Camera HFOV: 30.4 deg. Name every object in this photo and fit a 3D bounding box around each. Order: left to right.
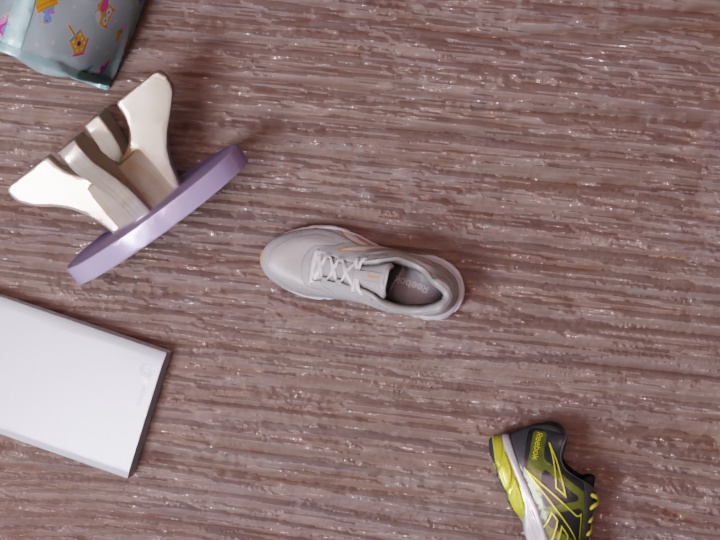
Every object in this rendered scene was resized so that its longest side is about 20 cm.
[{"bbox_3d":[-0.303,0.112,1.321,0.200,0.026,0.132,18,93,6],"label":"hard drive"},{"bbox_3d":[-0.274,-0.266,1.223,0.122,0.200,0.171,21,94,5],"label":"lunch bag"},{"bbox_3d":[-0.221,-0.090,1.246,0.200,0.184,0.117,-38,104,-3],"label":"toy table"},{"bbox_3d":[0.000,0.000,1.254,0.200,0.092,0.076,9,92,6],"label":"sneaker"},{"bbox_3d":[0.194,0.235,1.248,0.085,0.074,0.200,-26,88,5],"label":"sneaker"}]
